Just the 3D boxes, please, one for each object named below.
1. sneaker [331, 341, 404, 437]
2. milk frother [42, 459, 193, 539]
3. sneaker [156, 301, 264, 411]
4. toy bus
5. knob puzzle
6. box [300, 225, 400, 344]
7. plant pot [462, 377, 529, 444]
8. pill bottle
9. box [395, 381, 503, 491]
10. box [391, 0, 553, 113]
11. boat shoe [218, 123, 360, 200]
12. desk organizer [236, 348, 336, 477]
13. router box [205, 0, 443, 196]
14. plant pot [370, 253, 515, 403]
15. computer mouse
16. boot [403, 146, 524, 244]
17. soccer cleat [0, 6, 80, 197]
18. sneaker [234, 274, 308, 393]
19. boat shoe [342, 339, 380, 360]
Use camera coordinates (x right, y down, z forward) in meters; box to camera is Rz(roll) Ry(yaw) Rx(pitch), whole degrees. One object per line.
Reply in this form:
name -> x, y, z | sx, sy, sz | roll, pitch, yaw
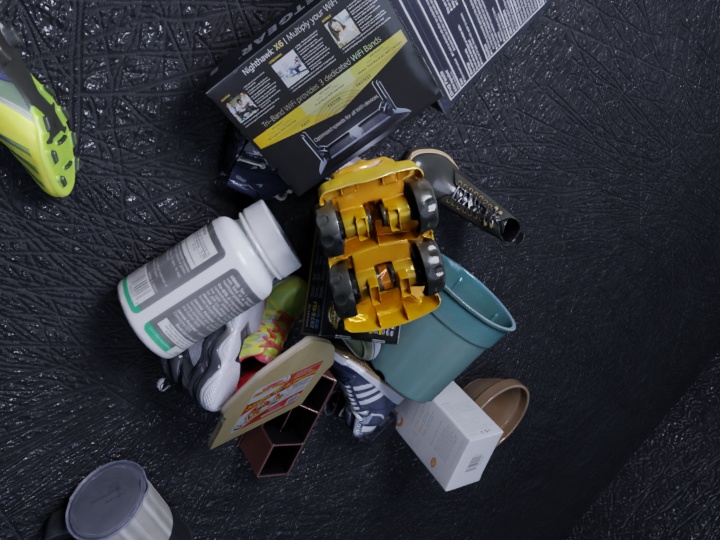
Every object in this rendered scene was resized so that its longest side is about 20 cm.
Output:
sneaker -> -0.014, 0.208, 0.993 | 0.109, 0.070, 0.200 | -48, 127, 0
milk frother -> -0.342, 0.420, 0.834 | 0.179, 0.200, 0.190 | -27, 133, -14
sneaker -> -0.204, 0.078, 0.786 | 0.076, 0.112, 0.203 | 69, 34, -63
toy bus -> 0.012, -0.060, 0.709 | 0.133, 0.193, 0.202 | -14, 128, -3
knob puzzle -> -0.113, 0.148, 0.803 | 0.218, 0.031, 0.220 | -35, 158, -16
box -> 0.000, 0.000, 0.849 | 0.158, 0.049, 0.204 | 12, 83, -42
plant pot -> 0.278, 0.311, 1.324 | 0.199, 0.093, 0.203 | -21, 132, -25
pill bottle -> -0.178, 0.008, 0.709 | 0.198, 0.114, 0.114 | -32, 136, -2
box -> 0.158, 0.300, 1.141 | 0.096, 0.200, 0.126 | 0, 121, -38
box -> 0.094, -0.339, 0.687 | 0.198, 0.123, 0.200 | -45, 135, -2
boat shoe -> -0.084, -0.129, 0.744 | 0.198, 0.075, 0.093 | 16, 116, -35
desk organizer -> -0.122, 0.234, 0.962 | 0.071, 0.077, 0.202 | 12, 112, -42
router box -> -0.036, -0.194, 0.614 | 0.198, 0.053, 0.157 | -31, 130, 14
plant pot -> 0.123, 0.103, 0.992 | 0.199, 0.201, 0.197 | 18, 115, -44
computer mouse -> 0.000, 0.245, 1.091 | 0.138, 0.053, 0.201 | -39, 124, -6
boot -> 0.161, -0.112, 0.892 | 0.198, 0.138, 0.078 | 17, 109, -43
soccer cleat -> -0.332, -0.153, 0.543 | 0.082, 0.065, 0.202 | -8, 135, 3
sneaker -> -0.133, 0.097, 0.846 | 0.201, 0.090, 0.078 | -50, 135, 1
boat shoe -> -0.027, 0.071, 0.911 | 0.062, 0.071, 0.202 | -48, 129, -35
